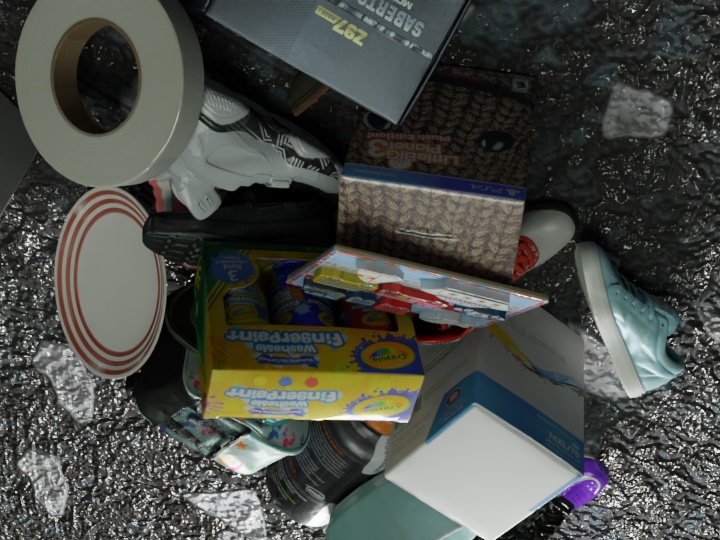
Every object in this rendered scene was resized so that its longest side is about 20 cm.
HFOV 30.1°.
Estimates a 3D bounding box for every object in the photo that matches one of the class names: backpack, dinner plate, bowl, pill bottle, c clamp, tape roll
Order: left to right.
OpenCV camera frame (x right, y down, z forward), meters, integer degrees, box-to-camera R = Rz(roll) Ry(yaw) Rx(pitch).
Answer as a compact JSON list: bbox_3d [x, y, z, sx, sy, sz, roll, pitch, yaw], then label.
[{"bbox_3d":[-0.234,-0.179,1.241,0.201,0.037,0.205,4,99,29],"label":"tape roll"},{"bbox_3d":[-0.258,0.012,1.404,0.024,0.201,0.200,-1,146,-45],"label":"dinner plate"},{"bbox_3d":[-0.130,0.114,1.436,0.150,0.179,0.200,-25,133,24],"label":"backpack"},{"bbox_3d":[-0.103,0.050,1.351,0.170,0.200,0.027,29,142,21],"label":"c clamp"},{"bbox_3d":[-0.017,0.199,1.526,0.106,0.107,0.200,31,128,-14],"label":"pill bottle"},{"bbox_3d":[0.039,0.293,1.520,0.201,0.200,0.105,-48,68,36],"label":"bowl"}]

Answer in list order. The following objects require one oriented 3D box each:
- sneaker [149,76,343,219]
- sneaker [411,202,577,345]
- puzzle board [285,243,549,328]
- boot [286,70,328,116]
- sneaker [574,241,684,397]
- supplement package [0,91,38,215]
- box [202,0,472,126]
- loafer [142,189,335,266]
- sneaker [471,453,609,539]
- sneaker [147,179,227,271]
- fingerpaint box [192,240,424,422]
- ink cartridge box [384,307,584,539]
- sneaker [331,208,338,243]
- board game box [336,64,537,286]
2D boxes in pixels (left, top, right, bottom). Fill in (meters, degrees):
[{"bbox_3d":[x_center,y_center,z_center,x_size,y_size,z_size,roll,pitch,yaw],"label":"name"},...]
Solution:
[{"bbox_3d":[-0.111,-0.098,1.291,0.199,0.075,0.115,27,103,-26],"label":"sneaker"},{"bbox_3d":[0.127,0.009,1.329,0.200,0.108,0.068,-20,124,13],"label":"sneaker"},{"bbox_3d":[0.046,0.020,1.192,0.198,0.018,0.151,13,166,-16],"label":"puzzle board"},{"bbox_3d":[-0.028,-0.237,1.208,0.097,0.075,0.200,38,116,-7],"label":"boot"},{"bbox_3d":[0.279,0.039,1.370,0.081,0.074,0.201,-23,126,9],"label":"sneaker"},{"bbox_3d":[-0.436,-0.134,1.309,0.110,0.156,0.200,-28,119,28],"label":"supplement package"},{"bbox_3d":[-0.012,-0.240,1.134,0.199,0.051,0.158,30,108,-2],"label":"box"},{"bbox_3d":[-0.121,-0.044,1.339,0.199,0.071,0.068,1,156,-23],"label":"loafer"},{"bbox_3d":[0.207,0.288,1.556,0.199,0.100,0.069,-34,118,32],"label":"sneaker"},{"bbox_3d":[-0.165,-0.080,1.354,0.086,0.074,0.201,-5,129,9],"label":"sneaker"},{"bbox_3d":[-0.053,0.056,1.270,0.198,0.168,0.074,3,134,-14],"label":"fingerpaint box"},{"bbox_3d":[0.132,0.138,1.385,0.145,0.201,0.147,34,127,-18],"label":"ink cartridge box"},{"bbox_3d":[0.000,0.000,1.398,0.070,0.073,0.201,-1,133,-21],"label":"sneaker"},{"bbox_3d":[0.071,-0.093,1.212,0.158,0.201,0.097,8,130,4],"label":"board game box"}]
